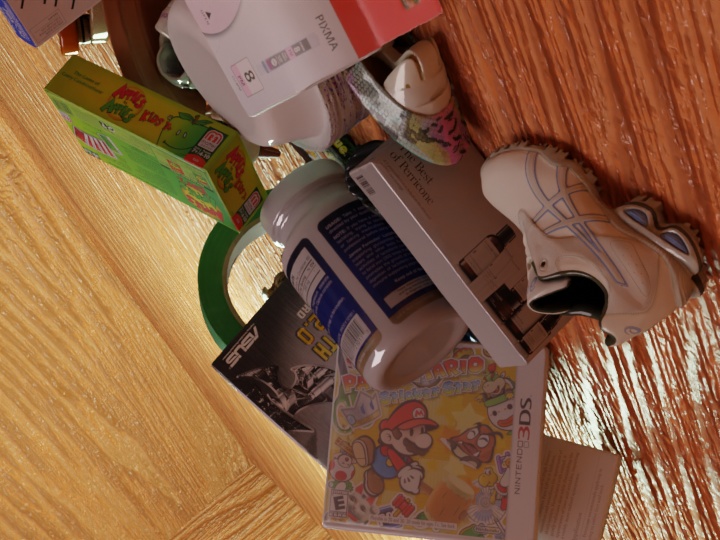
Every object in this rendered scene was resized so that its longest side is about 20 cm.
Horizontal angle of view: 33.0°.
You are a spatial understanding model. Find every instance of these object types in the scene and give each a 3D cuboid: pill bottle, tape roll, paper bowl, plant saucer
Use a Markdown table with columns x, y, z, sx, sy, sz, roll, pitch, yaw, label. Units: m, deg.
| x | y | z | sx | sy | sz | roll | pitch | yaw | label |
| --- | --- | --- | --- | --- | --- | --- | --- | --- | --- |
| 0.000 | 0.000 | 1.102 | 0.200 | 0.115 | 0.116 | 52 | 167 | 24 | pill bottle |
| -0.070 | 0.014 | 1.269 | 0.200 | 0.200 | 0.048 | 46 | 164 | 10 | tape roll |
| -0.083 | -0.186 | 1.015 | 0.201 | 0.104 | 0.201 | 46 | 165 | 16 | paper bowl |
| -0.200 | -0.224 | 1.214 | 0.200 | 0.032 | 0.201 | -17 | -90 | -80 | plant saucer |

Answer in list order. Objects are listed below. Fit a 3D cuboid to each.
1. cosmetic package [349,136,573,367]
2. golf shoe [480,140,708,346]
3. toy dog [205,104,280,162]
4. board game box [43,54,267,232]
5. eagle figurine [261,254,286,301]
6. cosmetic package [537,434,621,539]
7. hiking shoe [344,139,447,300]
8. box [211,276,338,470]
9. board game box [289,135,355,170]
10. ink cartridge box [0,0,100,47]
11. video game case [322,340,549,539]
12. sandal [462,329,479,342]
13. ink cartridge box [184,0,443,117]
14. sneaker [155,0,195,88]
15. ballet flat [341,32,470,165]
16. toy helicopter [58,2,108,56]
| x | y | z | sx | sy | sz | roll | pitch | yaw | label |
| --- | --- | --- | --- | --- | --- | --- | --- | --- | --- |
| 0.088 | -0.027 | 0.956 | 0.200 | 0.083 | 0.051 | 51 | 157 | -9 | cosmetic package |
| 0.133 | -0.021 | 0.823 | 0.200 | 0.097 | 0.078 | 35 | 161 | 47 | golf shoe |
| -0.166 | -0.148 | 1.361 | 0.096 | 0.132 | 0.200 | 9 | -155 | -45 | toy dog |
| -0.186 | -0.117 | 1.111 | 0.199 | 0.048 | 0.102 | 27 | 160 | 25 | board game box |
| -0.021 | 0.066 | 1.462 | 0.199 | 0.152 | 0.152 | 19 | -154 | 2 | eagle figurine |
| 0.138 | 0.199 | 1.155 | 0.199 | 0.102 | 0.074 | 15 | 168 | 14 | cosmetic package |
| 0.072 | -0.038 | 1.038 | 0.200 | 0.074 | 0.087 | 48 | -169 | -6 | hiking shoe |
| -0.022 | 0.070 | 1.191 | 0.158 | 0.200 | 0.048 | 41 | 177 | 7 | box |
| -0.006 | -0.086 | 1.190 | 0.200 | 0.023 | 0.105 | 49 | 164 | 2 | board game box |
| -0.210 | -0.276 | 0.963 | 0.044 | 0.200 | 0.094 | 33 | 158 | 44 | ink cartridge box |
| 0.069 | 0.155 | 1.121 | 0.199 | 0.183 | 0.023 | 3 | 172 | 15 | video game case |
| 0.112 | 0.111 | 1.218 | 0.079 | 0.087 | 0.200 | 38 | 163 | 28 | sandal |
| -0.053 | -0.207 | 0.831 | 0.200 | 0.057 | 0.163 | -13 | 108 | 58 | ink cartridge box |
| -0.157 | -0.207 | 1.171 | 0.075 | 0.100 | 0.200 | 34 | 162 | 16 | sneaker |
| 0.015 | -0.164 | 0.884 | 0.200 | 0.069 | 0.071 | 49 | 145 | 1 | ballet flat |
| -0.280 | -0.319 | 1.249 | 0.200 | 0.078 | 0.133 | -112 | 20 | -46 | toy helicopter |
